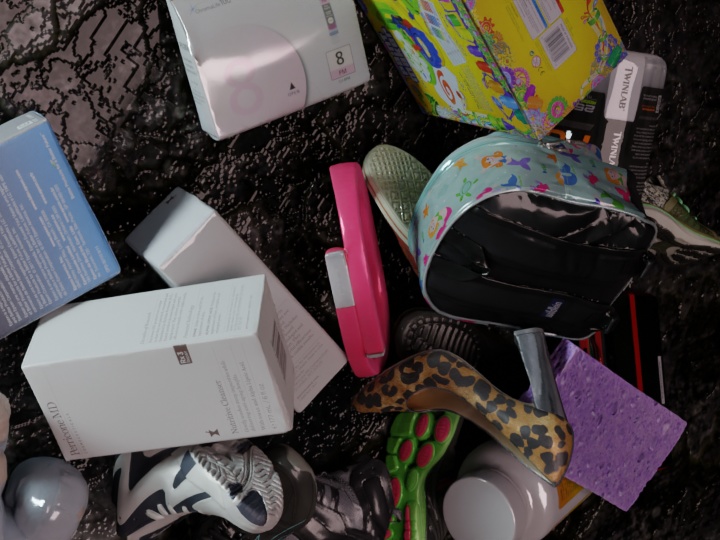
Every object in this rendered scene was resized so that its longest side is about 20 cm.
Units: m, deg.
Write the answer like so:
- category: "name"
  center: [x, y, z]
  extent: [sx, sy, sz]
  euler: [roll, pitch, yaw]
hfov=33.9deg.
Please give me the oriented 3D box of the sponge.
- category: "sponge"
  center: [0.230, 0.154, 1.155]
  extent: [0.199, 0.030, 0.112]
  euler: [32, 94, -35]

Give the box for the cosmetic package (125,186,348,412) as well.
- category: "cosmetic package"
  center: [-0.109, 0.027, 1.056]
  extent: [0.071, 0.101, 0.200]
  euler: [-45, 120, -9]

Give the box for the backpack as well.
- category: "backpack"
  center: [0.144, -0.035, 1.074]
  extent: [0.197, 0.152, 0.179]
  euler: [5, 133, -23]

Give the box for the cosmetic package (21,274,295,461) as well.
- category: "cosmetic package"
  center: [-0.162, 0.081, 0.972]
  extent: [0.197, 0.082, 0.114]
  euler: [-11, 126, 8]

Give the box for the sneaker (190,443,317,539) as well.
- category: "sneaker"
  center: [-0.104, 0.236, 1.075]
  extent: [0.079, 0.075, 0.201]
  euler: [-34, 162, -51]

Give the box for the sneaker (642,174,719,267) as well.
- category: "sneaker"
  center: [0.344, -0.063, 1.313]
  extent: [0.199, 0.076, 0.090]
  euler: [19, 63, -46]

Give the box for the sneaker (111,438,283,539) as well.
- category: "sneaker"
  center: [-0.153, 0.202, 1.035]
  extent: [0.079, 0.198, 0.131]
  euler: [-9, 123, -55]

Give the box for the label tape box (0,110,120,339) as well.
- category: "label tape box"
  center: [-0.314, -0.018, 0.948]
  extent: [0.199, 0.066, 0.145]
  euler: [-30, 116, -17]

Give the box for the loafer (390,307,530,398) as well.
- category: "loafer"
  center: [0.096, 0.084, 1.202]
  extent: [0.199, 0.071, 0.074]
  euler: [25, 91, -41]

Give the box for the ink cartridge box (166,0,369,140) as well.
- category: "ink cartridge box"
  center: [-0.087, -0.236, 1.028]
  extent: [0.161, 0.057, 0.202]
  euler: [-24, 119, -22]

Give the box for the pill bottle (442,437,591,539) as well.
- category: "pill bottle"
  center: [0.167, 0.217, 1.219]
  extent: [0.199, 0.110, 0.113]
  euler: [-21, 117, -54]

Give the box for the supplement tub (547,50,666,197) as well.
- category: "supplement tub"
  center: [0.233, -0.124, 1.198]
  extent: [0.121, 0.122, 0.203]
  euler: [3, 102, -30]

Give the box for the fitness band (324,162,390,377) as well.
- category: "fitness band"
  center: [0.000, 0.000, 1.090]
  extent: [0.037, 0.144, 0.202]
  euler: [-7, 116, 8]

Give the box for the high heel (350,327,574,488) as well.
- category: "high heel"
  center: [0.090, 0.144, 1.075]
  extent: [0.197, 0.144, 0.071]
  euler: [-17, 155, 13]

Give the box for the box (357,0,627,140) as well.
- category: "box"
  center: [0.098, -0.242, 1.046]
  extent: [0.122, 0.192, 0.201]
  euler: [-42, 121, -14]

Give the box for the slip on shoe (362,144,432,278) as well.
- category: "slip on shoe"
  center: [0.062, -0.034, 1.162]
  extent: [0.201, 0.061, 0.074]
  euler: [52, 55, -18]

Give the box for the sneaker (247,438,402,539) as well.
- category: "sneaker"
  center: [-0.042, 0.212, 1.167]
  extent: [0.200, 0.075, 0.114]
  euler: [49, 60, -14]

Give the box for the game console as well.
- category: "game console"
  center: [0.290, 0.122, 1.291]
  extent: [0.176, 0.031, 0.203]
  euler: [5, 80, -55]

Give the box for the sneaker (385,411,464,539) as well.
- category: "sneaker"
  center: [0.071, 0.212, 1.240]
  extent: [0.083, 0.076, 0.203]
  euler: [4, 103, -52]

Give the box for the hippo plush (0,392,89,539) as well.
- category: "hippo plush"
  center: [-0.304, 0.210, 0.961]
  extent: [0.160, 0.159, 0.201]
  euler: [38, 83, -31]
